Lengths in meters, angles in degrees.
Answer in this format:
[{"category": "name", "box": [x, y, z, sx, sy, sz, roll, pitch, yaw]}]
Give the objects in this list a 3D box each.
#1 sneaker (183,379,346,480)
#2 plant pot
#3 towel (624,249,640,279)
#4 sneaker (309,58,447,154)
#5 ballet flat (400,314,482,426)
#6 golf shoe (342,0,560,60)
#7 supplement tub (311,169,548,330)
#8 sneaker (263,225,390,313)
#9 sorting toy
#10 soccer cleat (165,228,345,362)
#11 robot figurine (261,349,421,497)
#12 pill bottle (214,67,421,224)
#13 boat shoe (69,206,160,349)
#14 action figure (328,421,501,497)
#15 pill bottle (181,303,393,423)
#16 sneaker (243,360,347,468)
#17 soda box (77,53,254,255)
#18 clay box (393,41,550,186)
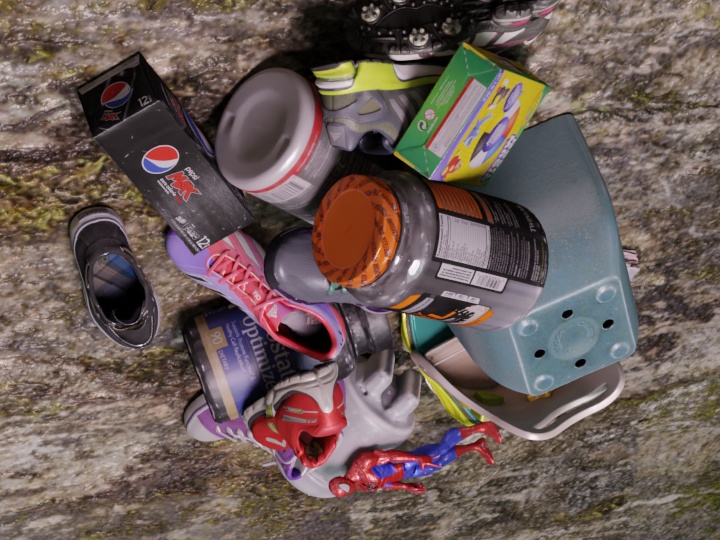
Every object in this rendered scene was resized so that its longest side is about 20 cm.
[{"category": "sneaker", "box": [-0.105, 0.173, 1.826, 0.200, 0.115, 0.073, -21, 150, 29]}, {"category": "plant pot", "box": [0.175, 0.005, 1.712, 0.195, 0.200, 0.197, -22, 133, -1]}, {"category": "towel", "box": [0.197, 0.048, 1.940, 0.190, 0.032, 0.200, 4, 133, -32]}, {"category": "sneaker", "box": [0.024, -0.143, 1.517, 0.074, 0.081, 0.200, 4, -174, 37]}, {"category": "ballet flat", "box": [0.082, 0.093, 1.892, 0.067, 0.067, 0.200, -44, 122, -22]}, {"category": "golf shoe", "box": [0.082, -0.212, 1.530, 0.199, 0.077, 0.088, -13, 151, -12]}, {"category": "supplement tub", "box": [0.061, -0.019, 1.526, 0.199, 0.123, 0.123, 13, 130, -40]}, {"category": "sneaker", "box": [0.000, 0.000, 1.625, 0.087, 0.075, 0.199, 2, 175, 41]}, {"category": "sorting toy", "box": [0.185, 0.112, 1.799, 0.199, 0.180, 0.107, -27, 118, -11]}, {"category": "soccer cleat", "box": [-0.098, 0.019, 1.645, 0.200, 0.077, 0.067, 35, 101, -11]}, {"category": "robot figurine", "box": [-0.020, 0.173, 1.902, 0.169, 0.113, 0.200, 41, 114, -11]}, {"category": "pill bottle", "box": [-0.027, -0.097, 1.573, 0.114, 0.114, 0.200, -41, 140, 21]}, {"category": "boat shoe", "box": [-0.228, 0.024, 1.646, 0.070, 0.066, 0.200, -17, 142, -9]}, {"category": "action figure", "box": [0.057, 0.211, 1.863, 0.199, 0.052, 0.066, -11, 147, -21]}, {"category": "pill bottle", "box": [-0.073, 0.072, 1.752, 0.199, 0.112, 0.112, -20, 143, -6]}, {"category": "sneaker", "box": [-0.061, 0.155, 1.678, 0.077, 0.085, 0.200, -15, 166, -18]}, {"category": "soda box", "box": [-0.170, -0.100, 1.532, 0.071, 0.063, 0.200, -29, 143, 5]}, {"category": "clay box", "box": [0.107, -0.136, 1.550, 0.115, 0.048, 0.200, -57, 162, 12]}]
